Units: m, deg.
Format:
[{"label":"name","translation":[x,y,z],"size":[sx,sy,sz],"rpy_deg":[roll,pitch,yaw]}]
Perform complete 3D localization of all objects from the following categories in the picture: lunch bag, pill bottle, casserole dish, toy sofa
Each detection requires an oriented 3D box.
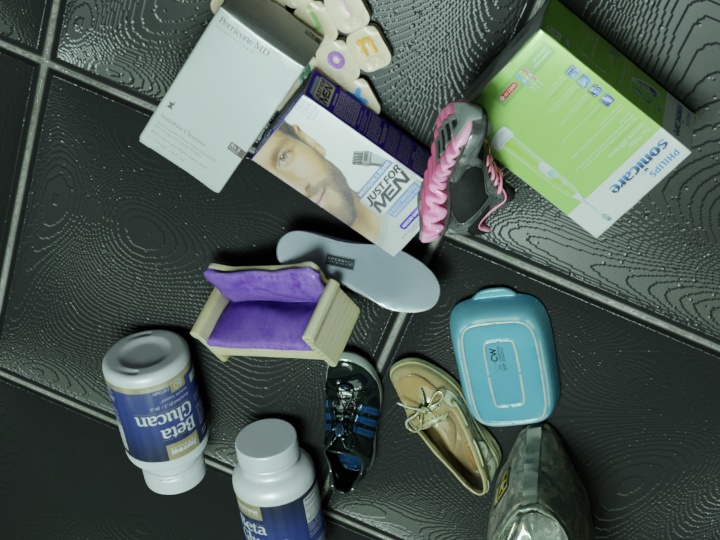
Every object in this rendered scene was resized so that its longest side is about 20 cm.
[{"label":"lunch bag","translation":[0.219,0.309,1.593],"size":[0.117,0.164,0.201],"rpy_deg":[-7,120,17]},{"label":"pill bottle","translation":[-0.258,0.187,1.678],"size":[0.110,0.111,0.201],"rpy_deg":[1,123,16]},{"label":"casserole dish","translation":[0.173,0.114,1.550],"size":[0.120,0.039,0.201],"rpy_deg":[-6,119,13]},{"label":"pill bottle","translation":[-0.110,0.300,1.718],"size":[0.110,0.111,0.201],"rpy_deg":[1,123,16]},{"label":"toy sofa","translation":[-0.109,0.052,1.522],"size":[0.199,0.083,0.098],"rpy_deg":[0,144,40]}]

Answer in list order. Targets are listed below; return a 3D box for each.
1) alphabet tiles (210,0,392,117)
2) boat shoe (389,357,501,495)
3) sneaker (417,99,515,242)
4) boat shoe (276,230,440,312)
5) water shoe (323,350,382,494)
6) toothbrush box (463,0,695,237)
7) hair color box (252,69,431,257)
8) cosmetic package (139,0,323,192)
[{"label":"alphabet tiles","translation":[-0.069,-0.234,1.412],"size":[0.199,0.015,0.196],"rpy_deg":[-19,118,27]},{"label":"boat shoe","translation":[0.107,0.192,1.612],"size":[0.073,0.063,0.200],"rpy_deg":[-32,109,31]},{"label":"sneaker","translation":[0.116,-0.100,1.329],"size":[0.095,0.079,0.200],"rpy_deg":[6,147,-4]},{"label":"boat shoe","translation":[0.000,0.000,1.518],"size":[0.199,0.066,0.070],"rpy_deg":[13,93,9]},{"label":"water shoe","translation":[-0.012,0.196,1.640],"size":[0.071,0.079,0.201],"rpy_deg":[4,123,14]},{"label":"toothbrush box","translation":[0.220,-0.155,1.334],"size":[0.200,0.086,0.146],"rpy_deg":[37,127,-8]},{"label":"hair color box","translation":[-0.006,-0.116,1.432],"size":[0.200,0.065,0.109],"rpy_deg":[35,126,-12]},{"label":"cosmetic package","translation":[-0.140,-0.196,1.399],"size":[0.113,0.081,0.200],"rpy_deg":[33,127,-7]}]
